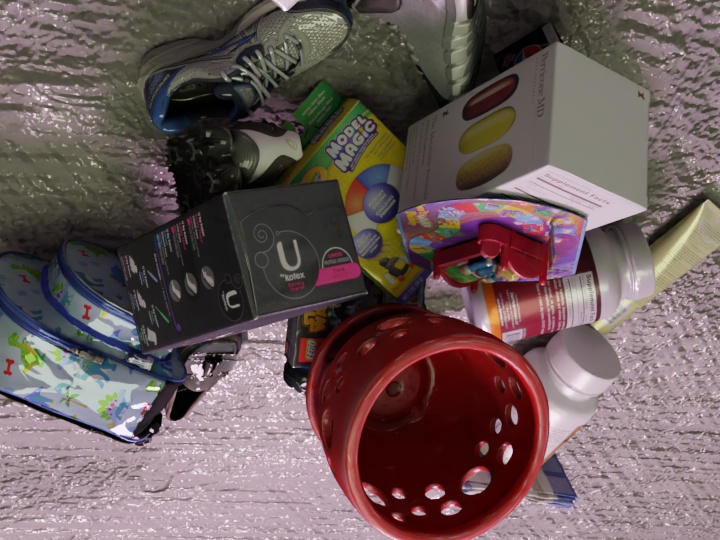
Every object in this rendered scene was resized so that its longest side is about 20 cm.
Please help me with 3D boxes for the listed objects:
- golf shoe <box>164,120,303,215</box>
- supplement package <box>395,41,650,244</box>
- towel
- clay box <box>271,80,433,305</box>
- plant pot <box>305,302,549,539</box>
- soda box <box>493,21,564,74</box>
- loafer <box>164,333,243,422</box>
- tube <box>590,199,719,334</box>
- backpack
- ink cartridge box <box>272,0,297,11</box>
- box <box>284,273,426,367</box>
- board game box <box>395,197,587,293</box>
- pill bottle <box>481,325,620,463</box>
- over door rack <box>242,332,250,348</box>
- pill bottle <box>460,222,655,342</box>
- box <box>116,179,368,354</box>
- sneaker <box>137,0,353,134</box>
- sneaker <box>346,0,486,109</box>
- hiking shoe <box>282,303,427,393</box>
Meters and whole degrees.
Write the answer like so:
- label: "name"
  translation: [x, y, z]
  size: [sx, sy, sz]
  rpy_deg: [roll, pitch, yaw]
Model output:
- label: "golf shoe"
  translation: [-0.115, -0.091, 0.835]
  size: [0.094, 0.200, 0.078]
  rpy_deg: [-16, 100, -24]
- label: "supplement package"
  translation: [0.135, -0.092, 0.807]
  size: [0.109, 0.114, 0.200]
  rpy_deg: [18, 158, -29]
- label: "towel"
  translation: [0.187, 0.253, 1.261]
  size: [0.200, 0.147, 0.024]
  rpy_deg: [13, 123, -26]
- label: "clay box"
  translation: [0.004, -0.073, 0.892]
  size: [0.200, 0.048, 0.115]
  rpy_deg: [41, 87, -25]
- label: "plant pot"
  translation: [0.052, 0.130, 0.891]
  size: [0.200, 0.182, 0.201]
  rpy_deg: [-5, 107, -18]
- label: "soda box"
  translation: [0.207, -0.141, 0.910]
  size: [0.063, 0.071, 0.200]
  rpy_deg: [-29, 134, 20]
- label: "loafer"
  translation: [-0.175, 0.113, 1.031]
  size: [0.072, 0.063, 0.200]
  rpy_deg: [6, 154, -25]
- label: "tube"
  translation: [0.351, -0.003, 1.109]
  size: [0.200, 0.052, 0.058]
  rpy_deg: [-44, 170, 25]
- label: "backpack"
  translation: [-0.280, 0.056, 0.936]
  size: [0.200, 0.183, 0.147]
  rpy_deg: [24, 103, -28]
- label: "ink cartridge box"
  translation: [-0.079, -0.271, 0.677]
  size: [0.068, 0.116, 0.200]
  rpy_deg: [-37, 131, 25]
- label: "box"
  translation: [0.000, 0.000, 0.959]
  size: [0.137, 0.040, 0.201]
  rpy_deg: [1, 104, -19]
- label: "board game box"
  translation: [0.113, -0.006, 0.822]
  size: [0.158, 0.039, 0.200]
  rpy_deg: [3, 161, 9]
- label: "pill bottle"
  translation: [0.238, 0.164, 1.204]
  size: [0.114, 0.115, 0.200]
  rpy_deg: [14, 131, -25]
- label: "over door rack"
  translation: [-0.116, 0.017, 1.007]
  size: [0.147, 0.067, 0.200]
  rpy_deg: [0, 136, -14]
- label: "pill bottle"
  translation: [0.214, 0.010, 1.039]
  size: [0.200, 0.113, 0.113]
  rpy_deg: [-13, 137, 1]
- label: "box"
  translation: [-0.109, 0.000, 0.822]
  size: [0.122, 0.106, 0.200]
  rpy_deg: [-12, 176, -40]
- label: "sneaker"
  translation: [-0.095, -0.168, 0.804]
  size: [0.200, 0.085, 0.077]
  rpy_deg: [-22, 136, 10]
- label: "sneaker"
  translation: [0.047, -0.215, 0.814]
  size: [0.115, 0.075, 0.200]
  rpy_deg: [13, 153, 11]
- label: "hiking shoe"
  translation: [-0.009, 0.059, 1.040]
  size: [0.200, 0.074, 0.087]
  rpy_deg: [-32, 136, -31]
